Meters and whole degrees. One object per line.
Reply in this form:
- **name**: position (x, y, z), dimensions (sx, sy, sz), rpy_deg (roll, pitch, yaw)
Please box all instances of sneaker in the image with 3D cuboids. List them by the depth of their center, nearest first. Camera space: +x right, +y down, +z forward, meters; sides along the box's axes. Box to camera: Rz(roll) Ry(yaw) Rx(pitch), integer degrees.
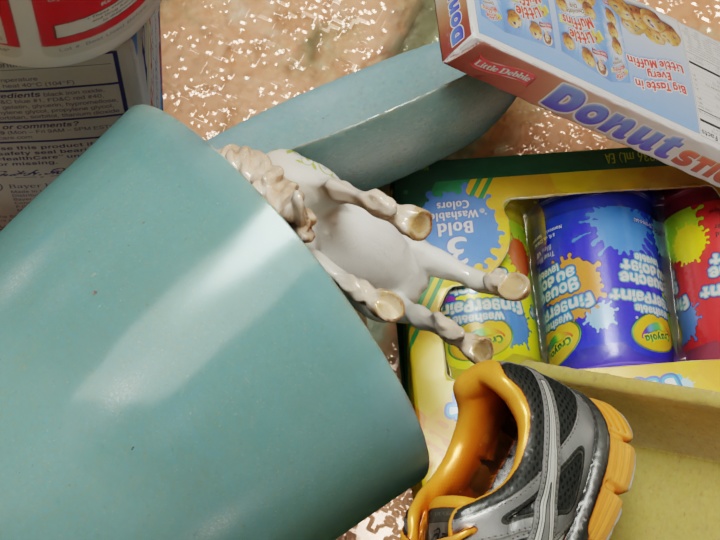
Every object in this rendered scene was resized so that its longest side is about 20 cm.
- **sneaker**: position (0.045, 0.127, 0.883), dimensions (0.077, 0.078, 0.201), rpy_deg (38, 56, -33)

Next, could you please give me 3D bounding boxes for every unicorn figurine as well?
- **unicorn figurine**: position (0.000, 0.000, 0.967), dimensions (0.137, 0.200, 0.074), rpy_deg (22, 64, 43)

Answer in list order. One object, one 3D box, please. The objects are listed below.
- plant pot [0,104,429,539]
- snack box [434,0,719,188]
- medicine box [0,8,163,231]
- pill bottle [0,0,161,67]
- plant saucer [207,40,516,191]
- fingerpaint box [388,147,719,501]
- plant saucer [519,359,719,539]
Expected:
- **plant pot**: position (-0.096, 0.060, 0.924), dimensions (0.161, 0.201, 0.201), rpy_deg (-39, 74, -14)
- **snack box**: position (0.116, -0.092, 0.998), dimensions (0.199, 0.024, 0.072), rpy_deg (20, 49, -33)
- **medicine box**: position (-0.150, -0.139, 1.050), dimensions (0.102, 0.200, 0.183), rpy_deg (-3, 69, -2)
- **pill bottle**: position (-0.130, -0.168, 0.846), dimensions (0.112, 0.200, 0.113), rpy_deg (1, 69, -1)
- **plant saucer**: position (0.004, -0.066, 1.049), dimensions (0.200, 0.201, 0.039), rpy_deg (-24, 102, -10)
- **fingerpaint box**: position (0.118, 0.030, 1.059), dimensions (0.199, 0.073, 0.168), rpy_deg (-3, 68, -3)
- **plant saucer**: position (0.125, 0.148, 0.922), dimensions (0.048, 0.200, 0.201), rpy_deg (13, 86, -36)
